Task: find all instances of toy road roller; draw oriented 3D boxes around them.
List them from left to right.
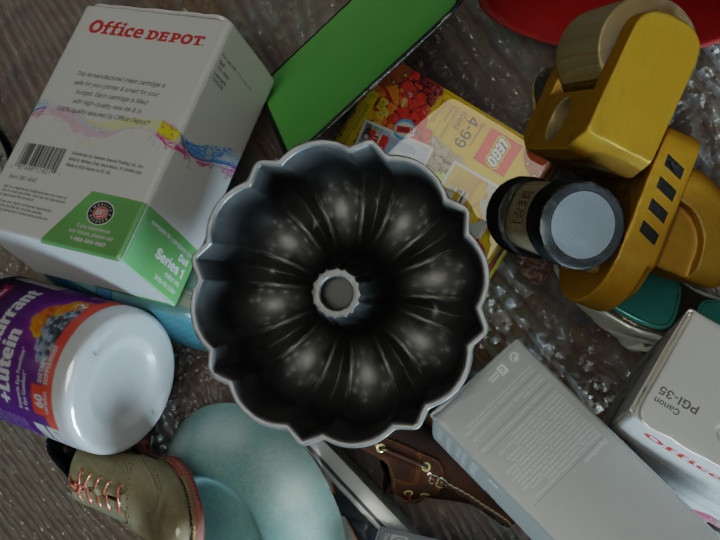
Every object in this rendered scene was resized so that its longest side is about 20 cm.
[{"bbox_3d":[0.187,-0.070,0.841,0.146,0.123,0.200,22,91,-13],"label":"toy road roller"}]

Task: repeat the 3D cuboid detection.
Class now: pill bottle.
[{"bbox_3d":[-0.251,0.065,0.962,0.200,0.111,0.112,12,91,35],"label":"pill bottle"}]

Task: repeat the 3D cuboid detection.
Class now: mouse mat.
[{"bbox_3d":[-0.007,-0.161,0.912,0.161,0.200,0.008,-42,113,8],"label":"mouse mat"}]

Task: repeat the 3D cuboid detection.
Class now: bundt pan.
[{"bbox_3d":[-0.009,0.015,0.838,0.201,0.076,0.203,0,89,11],"label":"bundt pan"}]

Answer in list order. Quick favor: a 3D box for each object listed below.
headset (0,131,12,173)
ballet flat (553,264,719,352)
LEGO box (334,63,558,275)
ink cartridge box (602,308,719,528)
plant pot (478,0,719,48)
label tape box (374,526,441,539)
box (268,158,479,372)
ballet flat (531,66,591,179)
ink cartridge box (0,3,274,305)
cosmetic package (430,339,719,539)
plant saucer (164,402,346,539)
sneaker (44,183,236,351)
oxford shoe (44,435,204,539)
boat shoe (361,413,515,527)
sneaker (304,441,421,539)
[{"bbox_3d":[-0.385,-0.092,1.020,0.200,0.094,0.124,21,93,-1],"label":"headset"},{"bbox_3d":[0.233,0.042,0.920,0.200,0.069,0.070,19,93,10],"label":"ballet flat"},{"bbox_3d":[0.035,-0.036,0.949,0.149,0.077,0.200,32,95,10],"label":"LEGO box"},{"bbox_3d":[0.246,0.114,0.840,0.146,0.200,0.083,31,79,10],"label":"ink cartridge box"},{"bbox_3d":[0.188,-0.268,0.877,0.200,0.200,0.178,5,81,11],"label":"plant pot"},{"bbox_3d":[0.095,0.280,0.909,0.199,0.066,0.144,12,121,9],"label":"label tape box"},{"bbox_3d":[0.000,0.000,0.896,0.200,0.039,0.041,45,99,8],"label":"box"},{"bbox_3d":[0.196,-0.072,0.939,0.066,0.057,0.200,-37,76,-6],"label":"ballet flat"},{"bbox_3d":[-0.173,-0.091,0.937,0.145,0.084,0.200,12,70,29],"label":"ink cartridge box"},{"bbox_3d":[0.145,0.150,0.836,0.090,0.107,0.200,-40,74,-7],"label":"cosmetic package"},{"bbox_3d":[-0.096,0.202,0.942,0.201,0.039,0.202,10,107,37],"label":"plant saucer"},{"bbox_3d":[-0.157,-0.019,0.995,0.200,0.080,0.131,17,68,28],"label":"sneaker"},{"bbox_3d":[-0.178,0.168,0.932,0.075,0.200,0.071,0,102,-33],"label":"oxford shoe"},{"bbox_3d":[0.035,0.136,0.931,0.200,0.070,0.070,37,75,-6],"label":"boat shoe"},{"bbox_3d":[-0.042,0.163,0.961,0.079,0.078,0.200,-42,84,2],"label":"sneaker"}]
